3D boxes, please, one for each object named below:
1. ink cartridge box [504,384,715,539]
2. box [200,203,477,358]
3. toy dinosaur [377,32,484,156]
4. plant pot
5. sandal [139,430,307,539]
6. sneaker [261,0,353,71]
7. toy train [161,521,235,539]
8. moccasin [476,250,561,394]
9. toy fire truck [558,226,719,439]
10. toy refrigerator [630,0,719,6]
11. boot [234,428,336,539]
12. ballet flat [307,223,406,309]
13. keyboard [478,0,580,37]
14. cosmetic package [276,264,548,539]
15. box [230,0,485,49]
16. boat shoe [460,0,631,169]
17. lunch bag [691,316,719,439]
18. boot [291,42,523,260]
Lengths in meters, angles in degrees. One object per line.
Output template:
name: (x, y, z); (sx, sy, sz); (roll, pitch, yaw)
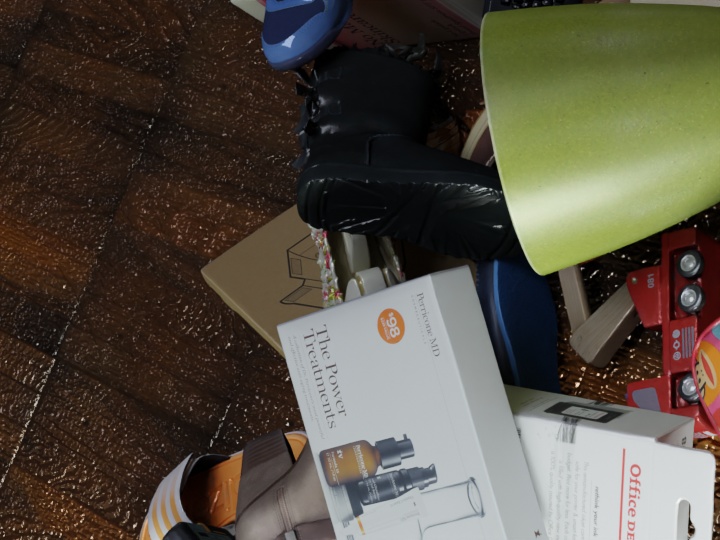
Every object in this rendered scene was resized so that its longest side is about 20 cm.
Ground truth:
ink cartridge box: (0.161, 0.154, 1.339); (0.199, 0.067, 0.117); (9, 104, 32)
box: (-0.013, 0.007, 1.573); (0.163, 0.021, 0.200); (-35, 44, -15)
toy dinosaur: (0.053, -0.110, 1.585); (0.199, 0.102, 0.136); (-23, 67, -11)
plant pot: (0.202, -0.108, 1.341); (0.199, 0.187, 0.188); (-12, 63, 14)
sandal: (-0.125, 0.183, 1.629); (0.206, 0.059, 0.080); (-33, 53, 28)
sneaker: (-0.044, -0.247, 1.520); (0.074, 0.082, 0.201); (-6, 57, 36)
toy train: (-0.082, 0.271, 1.514); (0.200, 0.114, 0.086); (43, 107, 44)
moccasin: (0.104, 0.068, 1.458); (0.068, 0.080, 0.201); (-25, 57, 40)
toy fire truck: (0.197, 0.030, 1.409); (0.140, 0.049, 0.201); (-14, 65, 38)
toy refrigerator: (0.299, -0.202, 1.401); (0.199, 0.070, 0.076); (19, 89, 46)
boot: (-0.008, 0.166, 1.502); (0.199, 0.070, 0.147); (-30, 48, 11)
ballet flat: (0.000, 0.000, 1.488); (0.075, 0.064, 0.201); (-16, 61, -9)
keyboard: (0.135, -0.273, 1.561); (0.103, 0.040, 0.201); (10, 76, 2)
cosmetic package: (0.034, 0.113, 1.348); (0.150, 0.052, 0.201); (-19, 86, 38)
box: (0.009, -0.260, 1.643); (0.199, 0.128, 0.110); (-1, 72, 42)
boat shoe: (0.155, -0.117, 1.495); (0.200, 0.072, 0.072); (-45, 56, 20)
lunch bag: (0.314, 0.089, 1.222); (0.176, 0.082, 0.201); (-40, 63, 40)
boot: (0.040, -0.093, 1.475); (0.163, 0.197, 0.074); (-86, 4, -48)
